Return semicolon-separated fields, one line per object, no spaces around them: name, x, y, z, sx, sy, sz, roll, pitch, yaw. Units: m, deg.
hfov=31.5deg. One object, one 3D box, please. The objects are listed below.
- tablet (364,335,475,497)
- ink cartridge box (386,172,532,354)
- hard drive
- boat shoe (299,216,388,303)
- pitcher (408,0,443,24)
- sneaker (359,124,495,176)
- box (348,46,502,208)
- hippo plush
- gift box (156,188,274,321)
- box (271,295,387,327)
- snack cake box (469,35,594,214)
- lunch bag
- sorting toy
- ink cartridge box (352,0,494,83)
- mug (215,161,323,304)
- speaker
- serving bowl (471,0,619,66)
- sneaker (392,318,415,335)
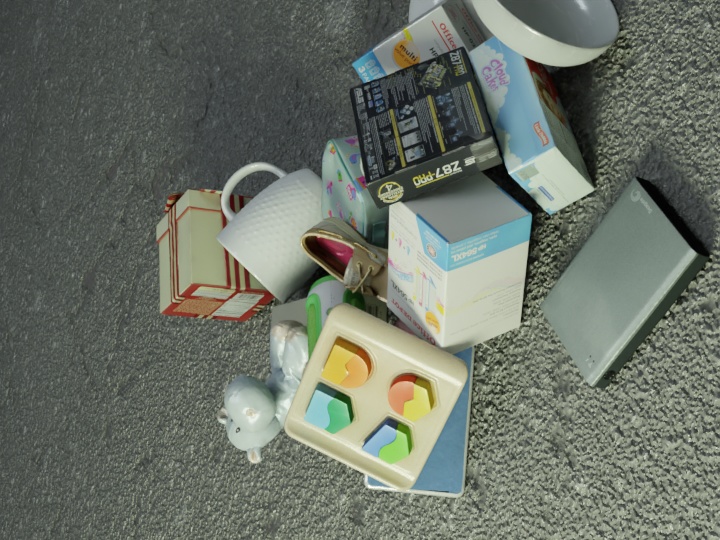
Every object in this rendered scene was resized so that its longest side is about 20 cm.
tablet;0.077;0.184;1.642;0.014;0.129;0.202;97;178;-78
ink cartridge box;0.117;-0.001;1.568;0.129;0.124;0.201;44;144;43
hard drive;0.295;0.014;1.447;0.201;0.033;0.140;-57;38;27
boat shoe;0.000;0.000;1.702;0.199;0.069;0.074;32;125;30
pitcher;0.134;-0.321;1.744;0.171;0.121;0.201;43;127;30
sneaker;0.110;-0.147;1.642;0.115;0.198;0.081;30;137;54
box;0.075;-0.178;1.554;0.160;0.049;0.201;-22;41;10
hippo plush;-0.127;0.173;1.802;0.160;0.160;0.201;54;159;34
gift box;-0.222;-0.037;2.097;0.200;0.183;0.188;-33;56;51
box;-0.049;0.076;1.889;0.199;0.082;0.069;-18;66;54
snack cake box;0.207;-0.183;1.559;0.067;0.115;0.201;-29;52;22
lunch bag;0.005;-0.079;1.805;0.201;0.076;0.161;94;154;-49
sorting toy;0.014;0.161;1.569;0.201;0.184;0.037;-66;-5;27
ink cartridge box;0.102;-0.280;1.677;0.199;0.116;0.068;-28;11;34
mug;-0.127;-0.080;1.958;0.200;0.148;0.175;43;87;14
speaker;-0.030;0.101;1.696;0.089;0.088;0.201;-49;30;35
serving bowl;0.211;-0.315;1.542;0.066;0.199;0.201;-55;39;42
sneaker;0.042;0.149;1.710;0.075;0.104;0.202;-37;50;48
